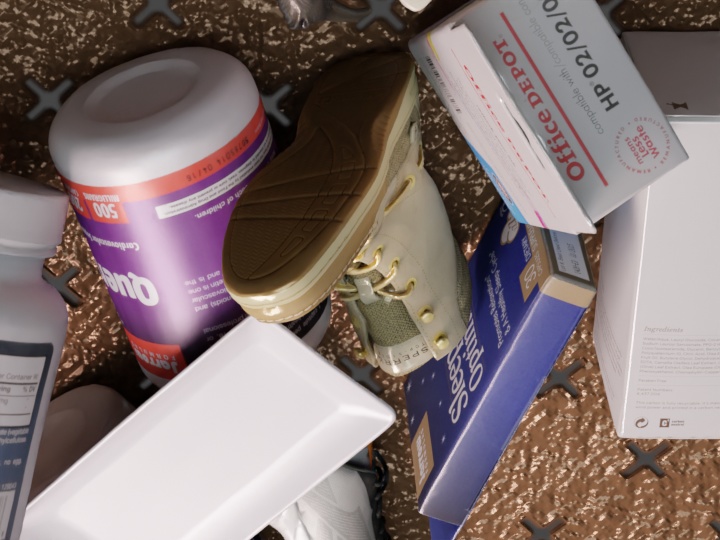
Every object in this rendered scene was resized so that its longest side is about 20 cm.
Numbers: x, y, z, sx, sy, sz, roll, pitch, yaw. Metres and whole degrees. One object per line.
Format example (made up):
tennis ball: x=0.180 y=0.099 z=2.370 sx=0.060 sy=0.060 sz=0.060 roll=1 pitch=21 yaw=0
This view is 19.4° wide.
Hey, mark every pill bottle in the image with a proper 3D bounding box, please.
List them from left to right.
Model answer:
pill bottle: x=-0.213 y=0.048 z=1.067 sx=0.120 sy=0.120 sz=0.200 roll=13 pitch=96 yaw=-10
pill bottle: x=-0.122 y=0.170 z=1.233 sx=0.111 sy=0.111 sz=0.200 roll=-33 pitch=117 yaw=17
pill bottle: x=-0.084 y=-0.011 z=1.123 sx=0.112 sy=0.112 sz=0.200 roll=-15 pitch=121 yaw=7

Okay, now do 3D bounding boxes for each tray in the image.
tray: x=-0.087 y=0.103 z=1.117 sx=0.200 sy=0.022 sz=0.107 roll=-40 pitch=119 yaw=21

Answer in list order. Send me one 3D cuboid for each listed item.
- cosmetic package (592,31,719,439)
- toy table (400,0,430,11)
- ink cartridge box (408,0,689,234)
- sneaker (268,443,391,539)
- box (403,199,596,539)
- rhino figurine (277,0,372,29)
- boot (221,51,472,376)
cosmetic package: x=0.178 y=-0.019 z=1.133 sx=0.085 sy=0.108 sz=0.200 roll=1 pitch=123 yaw=-3
toy table: x=0.050 y=-0.226 z=0.969 sx=0.117 sy=0.184 sz=0.200 roll=42 pitch=118 yaw=-8
ink cartridge box: x=0.090 y=-0.084 z=1.013 sx=0.068 sy=0.200 sz=0.115 roll=-33 pitch=96 yaw=-3
sneaker: x=-0.010 y=0.144 z=1.247 sx=0.079 sy=0.074 sz=0.200 roll=-29 pitch=118 yaw=9
box: x=0.067 y=0.053 z=1.163 sx=0.032 sy=0.121 sz=0.200 roll=18 pitch=119 yaw=-14
rhino figurine: x=-0.064 y=-0.187 z=1.045 sx=0.200 sy=0.060 sz=0.087 roll=39 pitch=102 yaw=-26
boot: x=0.000 y=0.000 z=1.089 sx=0.073 sy=0.200 sz=0.156 roll=-3 pitch=126 yaw=21
